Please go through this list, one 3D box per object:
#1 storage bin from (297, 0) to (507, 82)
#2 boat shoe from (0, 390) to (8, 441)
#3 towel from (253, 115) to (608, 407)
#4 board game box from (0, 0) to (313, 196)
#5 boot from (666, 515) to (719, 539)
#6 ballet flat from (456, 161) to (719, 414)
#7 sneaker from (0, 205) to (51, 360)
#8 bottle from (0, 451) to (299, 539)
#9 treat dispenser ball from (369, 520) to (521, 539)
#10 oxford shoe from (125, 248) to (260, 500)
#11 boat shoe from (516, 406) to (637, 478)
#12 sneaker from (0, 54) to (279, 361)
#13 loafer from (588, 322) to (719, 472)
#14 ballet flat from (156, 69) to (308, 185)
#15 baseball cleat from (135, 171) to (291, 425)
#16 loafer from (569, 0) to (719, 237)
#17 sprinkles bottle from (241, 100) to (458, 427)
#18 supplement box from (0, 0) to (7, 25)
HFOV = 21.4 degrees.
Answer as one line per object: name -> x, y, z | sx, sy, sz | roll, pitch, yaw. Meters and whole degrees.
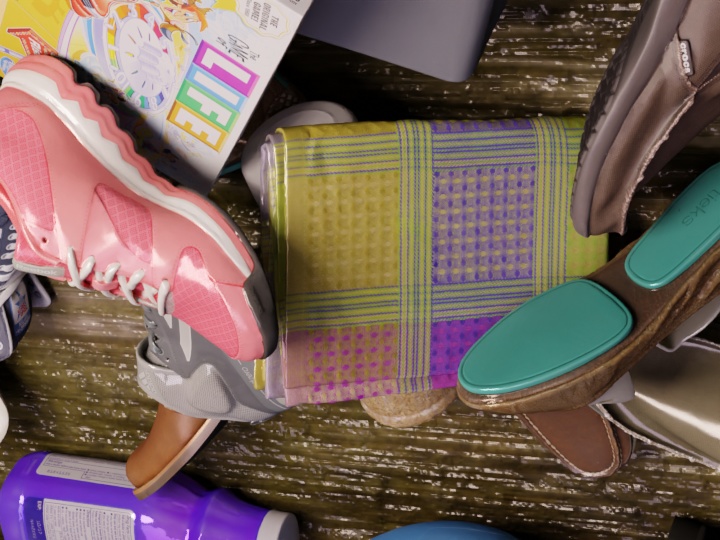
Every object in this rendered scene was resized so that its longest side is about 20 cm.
storage bin -> -0.003, -0.177, 0.927 | 0.198, 0.146, 0.135 | 17, 139, 10
boat shoe -> -0.313, 0.046, 1.255 | 0.201, 0.060, 0.072 | 35, 100, -6
towel -> 0.038, -0.009, 0.996 | 0.198, 0.023, 0.145 | -6, 103, -21
board game box -> -0.103, -0.121, 0.927 | 0.134, 0.034, 0.200 | 30, 152, -4
boot -> 0.244, 0.255, 1.164 | 0.157, 0.080, 0.212 | 16, 128, 11
ballet flat -> 0.143, 0.025, 1.002 | 0.068, 0.200, 0.073 | 42, 169, 48
sneaker -> -0.218, -0.016, 1.164 | 0.109, 0.070, 0.200 | 47, 132, -12
bottle -> -0.140, 0.171, 1.271 | 0.198, 0.065, 0.084 | 5, 126, 19
treat dispenser ball -> 0.052, 0.254, 1.164 | 0.199, 0.201, 0.202 | 11, 127, 15
oxford shoe -> -0.100, 0.061, 1.178 | 0.071, 0.071, 0.200 | 36, 119, 0
boat shoe -> 0.089, 0.049, 1.082 | 0.074, 0.075, 0.203 | -22, 114, 33
sneaker -> -0.127, -0.014, 0.951 | 0.200, 0.087, 0.074 | 43, 155, 12
loafer -> 0.216, 0.077, 1.041 | 0.198, 0.070, 0.076 | 15, 97, 4
ballet flat -> -0.118, -0.070, 1.093 | 0.199, 0.071, 0.066 | -27, 102, 26
baseball cleat -> -0.108, 0.019, 1.066 | 0.106, 0.070, 0.200 | -31, 114, 27
loafer -> 0.161, -0.095, 0.939 | 0.070, 0.073, 0.201 | 22, 121, -1
sprinkles bottle -> 0.000, 0.000, 1.064 | 0.068, 0.069, 0.201 | -4, 135, 24
supplement box -> -0.228, -0.200, 1.034 | 0.199, 0.074, 0.127 | 21, 130, 7
